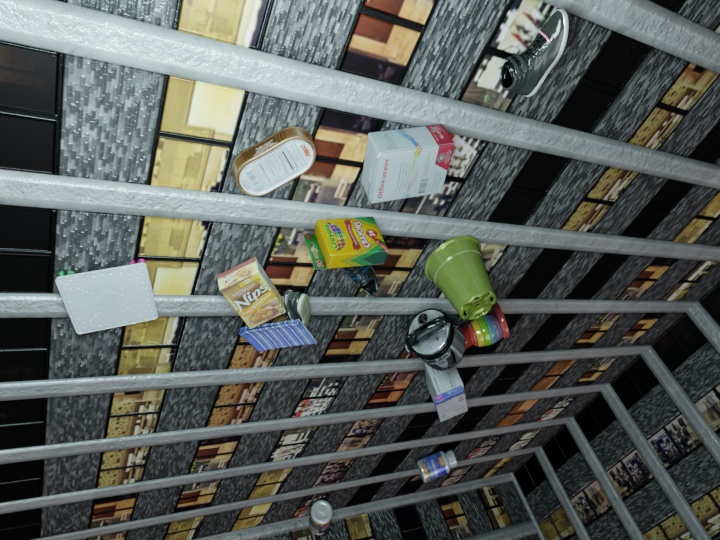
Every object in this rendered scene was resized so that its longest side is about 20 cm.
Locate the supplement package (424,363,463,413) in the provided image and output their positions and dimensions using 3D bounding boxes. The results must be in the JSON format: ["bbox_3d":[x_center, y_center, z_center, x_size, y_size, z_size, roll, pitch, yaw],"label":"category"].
[{"bbox_3d":[0.327,0.446,2.219,0.107,0.159,0.203,-18,142,-4],"label":"supplement package"}]

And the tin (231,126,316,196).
[{"bbox_3d":[-0.187,-0.234,1.241,0.195,0.043,0.113,-28,147,3],"label":"tin"}]

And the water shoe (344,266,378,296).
[{"bbox_3d":[0.000,0.000,1.581,0.070,0.080,0.200,-33,142,12],"label":"water shoe"}]

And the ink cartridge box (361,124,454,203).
[{"bbox_3d":[0.108,-0.253,1.345,0.193,0.084,0.149,-10,141,-19],"label":"ink cartridge box"}]

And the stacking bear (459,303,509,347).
[{"bbox_3d":[0.431,0.224,2.067,0.193,0.116,0.123,-20,143,1],"label":"stacking bear"}]

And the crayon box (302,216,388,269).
[{"bbox_3d":[-0.038,-0.071,1.439,0.193,0.129,0.052,-6,140,-24],"label":"crayon box"}]

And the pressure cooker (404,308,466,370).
[{"bbox_3d":[0.249,0.228,1.912,0.200,0.175,0.180,42,70,-50],"label":"pressure cooker"}]

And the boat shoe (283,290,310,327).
[{"bbox_3d":[-0.182,0.122,1.648,0.065,0.074,0.203,14,148,10],"label":"boat shoe"}]

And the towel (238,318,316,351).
[{"bbox_3d":[-0.243,0.195,1.663,0.192,0.025,0.146,-9,145,15],"label":"towel"}]

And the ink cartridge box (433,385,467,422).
[{"bbox_3d":[0.336,0.493,2.116,0.116,0.043,0.202,-22,145,-1],"label":"ink cartridge box"}]

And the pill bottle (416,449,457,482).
[{"bbox_3d":[0.399,1.011,2.951,0.193,0.114,0.114,-20,143,-7],"label":"pill bottle"}]

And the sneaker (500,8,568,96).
[{"bbox_3d":[0.378,-0.474,1.251,0.096,0.072,0.203,-9,144,-27],"label":"sneaker"}]

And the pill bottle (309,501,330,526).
[{"bbox_3d":[-0.207,1.271,2.906,0.112,0.119,0.204,-10,140,-18],"label":"pill bottle"}]

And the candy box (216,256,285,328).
[{"bbox_3d":[-0.287,0.064,1.512,0.112,0.056,0.202,-25,143,-1],"label":"candy box"}]

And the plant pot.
[{"bbox_3d":[0.317,0.036,1.712,0.193,0.193,0.204,-15,141,-13],"label":"plant pot"}]

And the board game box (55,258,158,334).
[{"bbox_3d":[-0.599,0.062,1.359,0.193,0.026,0.204,-11,139,-18],"label":"board game box"}]
